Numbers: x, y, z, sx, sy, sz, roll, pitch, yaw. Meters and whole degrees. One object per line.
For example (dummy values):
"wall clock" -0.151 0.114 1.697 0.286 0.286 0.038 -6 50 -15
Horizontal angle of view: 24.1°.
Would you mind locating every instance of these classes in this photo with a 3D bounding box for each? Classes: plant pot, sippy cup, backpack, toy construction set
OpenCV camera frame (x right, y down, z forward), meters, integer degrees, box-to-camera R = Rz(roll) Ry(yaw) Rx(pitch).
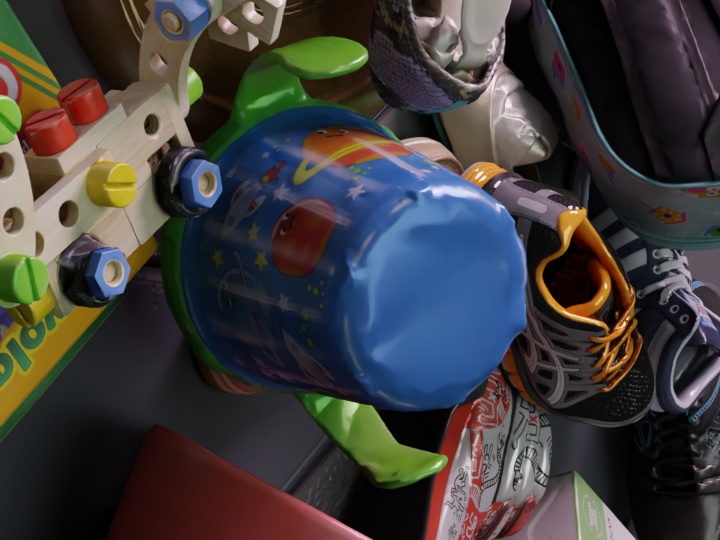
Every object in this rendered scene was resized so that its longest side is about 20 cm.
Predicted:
"plant pot" -0.052 0.192 0.762 0.200 0.200 0.178 38 78 -44
"plant pot" -0.038 -0.148 0.762 0.199 0.027 0.202 -6 111 -17
"sippy cup" 0.000 0.000 0.730 0.178 0.130 0.140 41 79 -32
"backpack" 0.193 -0.110 0.950 0.154 0.175 0.201 77 -4 -56
"toy construction set" -0.113 -0.057 0.650 0.200 0.092 0.132 -38 124 -26

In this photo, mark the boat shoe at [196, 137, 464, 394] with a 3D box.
"boat shoe" 0.001 -0.002 0.871 0.200 0.065 0.073 -41 124 -37

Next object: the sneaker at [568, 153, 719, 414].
"sneaker" 0.182 -0.007 1.039 0.070 0.108 0.202 16 83 -48

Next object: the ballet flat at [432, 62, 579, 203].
"ballet flat" 0.090 -0.054 0.961 0.069 0.069 0.201 -40 124 -37

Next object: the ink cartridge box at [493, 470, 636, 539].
"ink cartridge box" 0.150 0.225 1.033 0.200 0.067 0.118 47 32 -41

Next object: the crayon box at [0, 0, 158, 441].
"crayon box" -0.165 -0.020 0.695 0.127 0.051 0.201 -52 130 -30

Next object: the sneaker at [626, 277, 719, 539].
"sneaker" 0.203 0.104 1.096 0.082 0.073 0.202 16 73 -67

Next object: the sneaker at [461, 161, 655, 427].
"sneaker" 0.116 0.025 0.916 0.079 0.077 0.200 -56 131 -18

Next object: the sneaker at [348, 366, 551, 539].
"sneaker" 0.047 0.147 0.941 0.108 0.067 0.203 36 66 -42

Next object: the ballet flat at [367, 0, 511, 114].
"ballet flat" 0.042 -0.167 0.727 0.072 0.072 0.202 -11 107 -47
